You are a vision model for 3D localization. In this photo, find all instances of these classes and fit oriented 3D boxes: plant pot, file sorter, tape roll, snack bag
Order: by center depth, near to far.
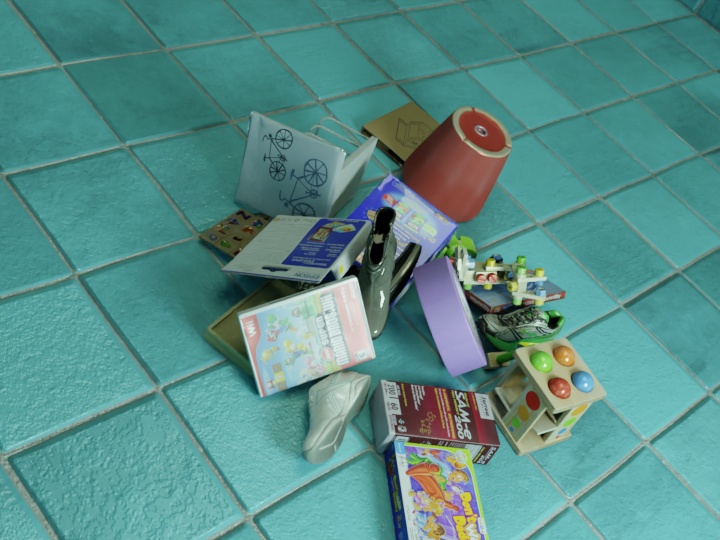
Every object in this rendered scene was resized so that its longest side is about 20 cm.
[{"bbox_3d":[0.155,0.079,1.658,0.065,0.200,0.201,-21,49,8],"label":"tape roll"},{"bbox_3d":[-0.134,-0.171,1.745,0.199,0.190,0.021,24,30,16],"label":"snack bag"},{"bbox_3d":[-0.077,-0.191,1.839,0.124,0.139,0.200,29,34,8],"label":"file sorter"},{"bbox_3d":[0.211,-0.231,1.995,0.199,0.178,0.201,16,46,-18],"label":"plant pot"}]

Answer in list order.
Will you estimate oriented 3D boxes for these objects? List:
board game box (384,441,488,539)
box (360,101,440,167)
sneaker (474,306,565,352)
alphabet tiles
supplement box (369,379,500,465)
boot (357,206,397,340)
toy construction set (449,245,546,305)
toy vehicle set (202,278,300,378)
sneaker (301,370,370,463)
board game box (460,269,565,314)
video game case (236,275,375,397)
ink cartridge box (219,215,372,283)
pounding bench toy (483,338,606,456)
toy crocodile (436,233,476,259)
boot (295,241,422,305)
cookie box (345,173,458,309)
[{"bbox_3d":[0.117,0.363,1.463,0.134,0.045,0.201,9,44,-19],"label":"board game box"},{"bbox_3d":[0.117,-0.298,2.146,0.163,0.021,0.200,41,42,14],"label":"box"},{"bbox_3d":[0.295,0.096,1.778,0.199,0.085,0.078,2,44,-37],"label":"sneaker"},{"bbox_3d":[-0.171,-0.062,1.754,0.167,0.008,0.200,30,37,15],"label":"alphabet tiles"},{"bbox_3d":[0.121,0.249,1.569,0.199,0.061,0.109,10,44,-20],"label":"supplement box"},{"bbox_3d":[0.020,0.004,1.559,0.067,0.131,0.201,9,75,5],"label":"boot"},{"bbox_3d":[0.245,0.009,1.802,0.199,0.093,0.131,14,20,-15],"label":"toy construction set"},{"bbox_3d":[-0.154,0.092,1.610,0.124,0.027,0.200,37,42,12],"label":"toy vehicle set"},{"bbox_3d":[-0.054,0.227,1.507,0.080,0.071,0.200,19,37,14],"label":"sneaker"},{"bbox_3d":[0.295,0.041,1.873,0.199,0.020,0.103,-9,32,-33],"label":"board game box"},{"bbox_3d":[-0.083,0.104,1.519,0.199,0.144,0.017,-18,18,-14],"label":"video game case"},{"bbox_3d":[-0.105,-0.026,1.629,0.196,0.047,0.200,6,37,27],"label":"ink cartridge box"},{"bbox_3d":[0.298,0.182,1.654,0.124,0.156,0.201,-9,52,-33],"label":"pounding bench toy"},{"bbox_3d":[0.141,-0.040,1.878,0.199,0.062,0.068,-7,52,-26],"label":"toy crocodile"},{"bbox_3d":[0.000,0.000,1.669,0.153,0.074,0.204,33,70,13],"label":"boot"},{"bbox_3d":[0.053,-0.054,1.781,0.171,0.075,0.200,38,64,11],"label":"cookie box"}]
